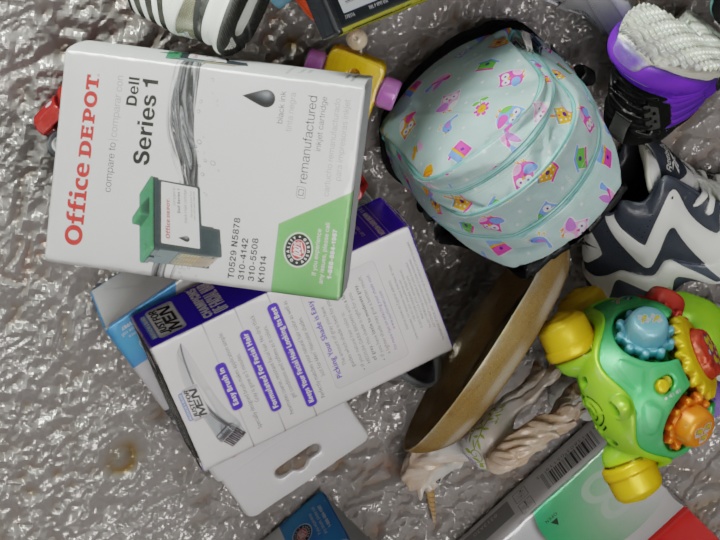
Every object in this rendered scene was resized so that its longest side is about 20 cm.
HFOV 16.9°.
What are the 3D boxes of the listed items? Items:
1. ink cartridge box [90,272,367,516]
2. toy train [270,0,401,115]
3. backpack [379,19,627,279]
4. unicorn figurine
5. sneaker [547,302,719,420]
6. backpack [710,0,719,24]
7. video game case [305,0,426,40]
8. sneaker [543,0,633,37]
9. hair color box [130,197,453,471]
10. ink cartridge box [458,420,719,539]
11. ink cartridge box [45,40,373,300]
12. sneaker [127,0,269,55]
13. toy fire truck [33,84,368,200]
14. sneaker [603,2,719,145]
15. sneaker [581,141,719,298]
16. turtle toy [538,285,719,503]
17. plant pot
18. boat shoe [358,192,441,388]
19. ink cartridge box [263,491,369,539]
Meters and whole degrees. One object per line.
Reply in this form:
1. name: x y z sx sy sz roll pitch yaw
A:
1. ink cartridge box: -0.094 0.069 1.770 0.116 0.067 0.200 -34 119 -1
2. toy train: -0.057 -0.144 1.694 0.200 0.056 0.150 -42 97 14
3. backpack: 0.095 -0.084 1.682 0.127 0.200 0.167 39 99 -28
4. unicorn figurine: 0.093 0.117 1.827 0.074 0.200 0.137 44 81 -3
5. sneaker: 0.236 0.067 1.880 0.200 0.076 0.081 -12 106 -17
6. backpack: 0.358 -0.238 1.718 0.176 0.153 0.200 14 118 -23
7. video game case: 0.012 -0.272 1.587 0.181 0.025 0.200 -25 94 -29
8. sneaker: 0.110 -0.222 1.704 0.200 0.075 0.082 36 109 -18
9. hair color box: -0.047 0.044 1.700 0.200 0.065 0.109 -26 119 -10
10. ink cartridge box: 0.195 0.235 1.953 0.161 0.050 0.200 -43 117 5
11. ink cartridge box: -0.100 -0.067 1.594 0.200 0.084 0.146 7 99 3
12. sneaker: -0.095 -0.249 1.615 0.201 0.115 0.076 -64 163 -15
13. toy fire truck: -0.109 -0.081 1.660 0.200 0.049 0.141 45 102 -5
14. sneaker: 0.208 -0.129 1.721 0.070 0.200 0.100 45 109 15
15. sneaker: 0.252 -0.059 1.812 0.199 0.080 0.130 -18 128 3
16. turtle toy: 0.210 0.069 1.742 0.101 0.200 0.146 -24 96 20
17. plant pot: 0.096 0.052 1.750 0.027 0.200 0.200 33 102 -5
18. boat shoe: -0.001 0.001 1.768 0.074 0.065 0.202 -32 118 -2
19. ink cartridge box: -0.063 0.288 1.840 0.200 0.145 0.085 -40 121 3
